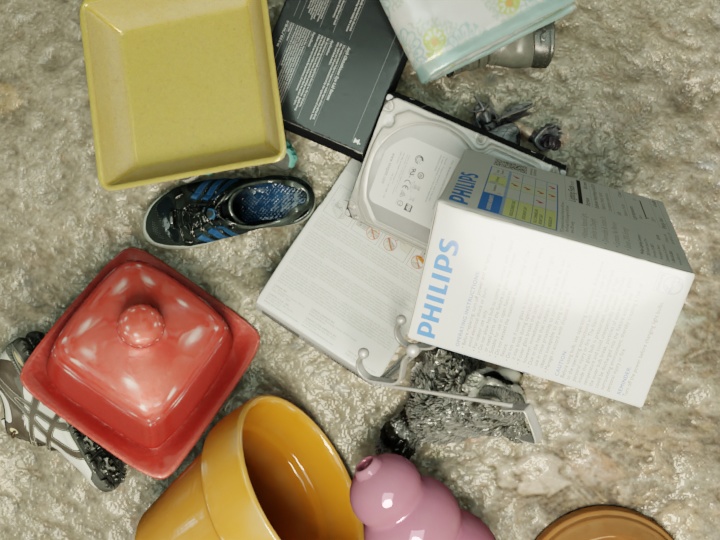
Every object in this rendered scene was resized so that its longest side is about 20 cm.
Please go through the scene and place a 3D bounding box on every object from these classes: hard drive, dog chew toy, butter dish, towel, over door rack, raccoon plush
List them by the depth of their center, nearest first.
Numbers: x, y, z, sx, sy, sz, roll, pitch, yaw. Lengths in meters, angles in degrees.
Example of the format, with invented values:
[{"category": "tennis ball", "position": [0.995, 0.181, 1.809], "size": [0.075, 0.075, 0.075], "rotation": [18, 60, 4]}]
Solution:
[{"category": "over door rack", "position": [0.113, 0.072, 0.762], "size": [0.198, 0.147, 0.067], "rotation": [14, 125, 37]}, {"category": "towel", "position": [0.112, -0.308, 0.797], "size": [0.198, 0.048, 0.173], "rotation": [-27, 90, -2]}, {"category": "butter dish", "position": [-0.223, 0.075, 0.811], "size": [0.198, 0.148, 0.201], "rotation": [34, 65, 2]}, {"category": "hard drive", "position": [0.096, -0.082, 0.820], "size": [0.198, 0.038, 0.141], "rotation": [26, 112, 8]}, {"category": "dog chew toy", "position": [0.061, 0.274, 0.822], "size": [0.124, 0.125, 0.201], "rotation": [-35, 105, 2]}, {"category": "raccoon plush", "position": [0.100, 0.173, 0.822], "size": [0.096, 0.134, 0.202], "rotation": [19, 107, -23]}]

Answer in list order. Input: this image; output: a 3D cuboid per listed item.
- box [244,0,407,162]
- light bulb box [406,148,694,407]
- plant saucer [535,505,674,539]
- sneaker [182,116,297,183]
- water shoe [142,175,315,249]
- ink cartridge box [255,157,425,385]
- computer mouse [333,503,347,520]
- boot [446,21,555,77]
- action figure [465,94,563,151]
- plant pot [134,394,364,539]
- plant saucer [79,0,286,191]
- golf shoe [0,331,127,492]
[{"category": "box", "position": [-0.020, -0.239, 0.856], "size": [0.140, 0.079, 0.202], "rotation": [23, 90, 5]}, {"category": "light bulb box", "position": [0.161, -0.006, 0.695], "size": [0.198, 0.198, 0.126], "rotation": [16, 113, 8]}, {"category": "plant saucer", "position": [0.275, 0.366, 0.873], "size": [0.197, 0.037, 0.203], "rotation": [0, 90, 2]}, {"category": "sneaker", "position": [-0.166, -0.136, 0.869], "size": [0.198, 0.078, 0.092], "rotation": [20, 95, 11]}, {"category": "water shoe", "position": [-0.149, -0.071, 0.861], "size": [0.197, 0.079, 0.072], "rotation": [-12, 90, 2]}, {"category": "ink cartridge box", "position": [0.000, 0.000, 0.885], "size": [0.161, 0.050, 0.201], "rotation": [33, 74, 2]}, {"category": "computer mouse", "position": [0.014, 0.351, 0.882], "size": [0.058, 0.034, 0.202], "rotation": [-22, 90, 1]}, {"category": "boot", "position": [0.142, -0.314, 0.856], "size": [0.129, 0.068, 0.203], "rotation": [-1, 92, 1]}, {"category": "action figure", "position": [0.170, -0.102, 0.858], "size": [0.129, 0.069, 0.202], "rotation": [-26, 87, 7]}, {"category": "plant pot", "position": [-0.125, 0.262, 0.819], "size": [0.182, 0.200, 0.201], "rotation": [-34, 89, 17]}, {"category": "plant saucer", "position": [-0.176, -0.192, 0.809], "size": [0.197, 0.048, 0.203], "rotation": [-8, 86, 9]}, {"category": "golf shoe", "position": [-0.338, 0.169, 0.879], "size": [0.094, 0.078, 0.201], "rotation": [-37, 82, 13]}]
